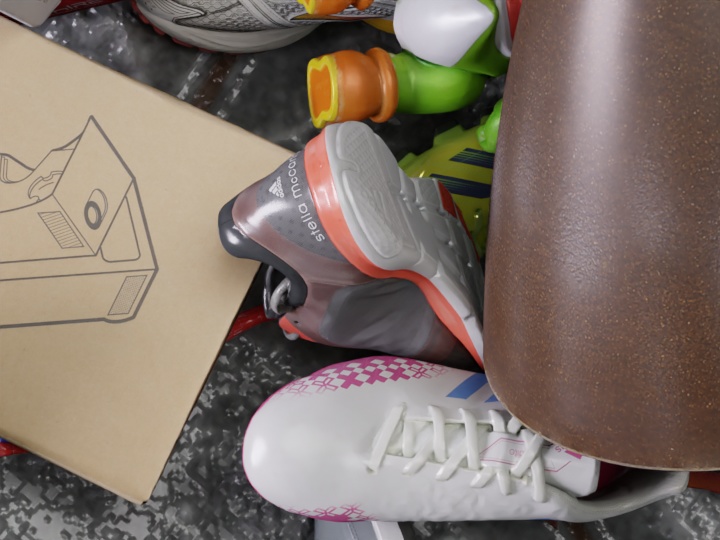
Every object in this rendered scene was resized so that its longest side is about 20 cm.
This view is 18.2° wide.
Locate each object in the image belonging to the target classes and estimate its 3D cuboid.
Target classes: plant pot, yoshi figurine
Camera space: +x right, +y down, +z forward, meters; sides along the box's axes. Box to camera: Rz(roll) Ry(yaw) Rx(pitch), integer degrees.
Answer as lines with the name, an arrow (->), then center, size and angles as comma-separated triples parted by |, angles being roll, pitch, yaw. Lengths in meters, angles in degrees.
plant pot -> 0.129, -0.057, 0.886 | 0.186, 0.187, 0.201 | -21, 122, -18
yoshi figurine -> 0.070, -0.120, 0.999 | 0.199, 0.113, 0.112 | -9, 55, -9

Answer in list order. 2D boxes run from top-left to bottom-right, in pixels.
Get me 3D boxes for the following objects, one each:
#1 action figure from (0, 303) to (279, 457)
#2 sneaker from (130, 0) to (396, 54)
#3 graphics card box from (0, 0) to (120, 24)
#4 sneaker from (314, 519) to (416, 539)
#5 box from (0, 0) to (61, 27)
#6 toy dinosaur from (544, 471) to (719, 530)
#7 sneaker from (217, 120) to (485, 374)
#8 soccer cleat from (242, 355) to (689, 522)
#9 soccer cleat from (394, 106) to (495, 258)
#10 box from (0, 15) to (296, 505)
action figure -> -0.126, 0.042, 0.992 | 0.199, 0.052, 0.066 | -22, 79, -14
sneaker -> -0.014, -0.151, 1.046 | 0.199, 0.082, 0.078 | -7, 80, -16
graphics card box -> -0.155, -0.212, 1.011 | 0.125, 0.051, 0.201 | -12, 81, 14
sneaker -> -0.033, 0.191, 0.970 | 0.120, 0.084, 0.201 | -1, 79, -25
box -> -0.164, -0.245, 0.922 | 0.199, 0.131, 0.200 | 42, 97, 17
toy dinosaur -> 0.214, 0.081, 1.082 | 0.181, 0.105, 0.200 | 38, 109, -18
sneaker -> 0.000, 0.000, 0.964 | 0.082, 0.200, 0.077 | -21, 58, 16
soccer cleat -> 0.051, 0.073, 0.952 | 0.199, 0.086, 0.070 | 1, 90, -28
soccer cleat -> 0.079, -0.034, 1.052 | 0.200, 0.065, 0.084 | -25, 75, -21
box -> -0.145, -0.016, 0.959 | 0.199, 0.021, 0.164 | 26, 83, 1
